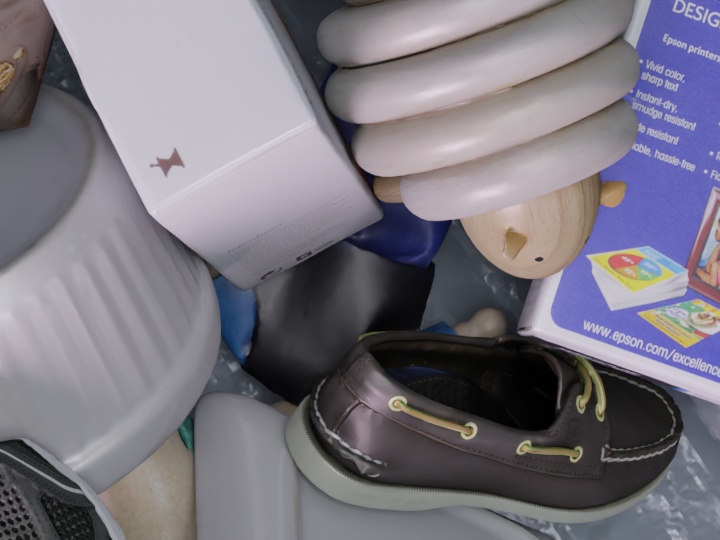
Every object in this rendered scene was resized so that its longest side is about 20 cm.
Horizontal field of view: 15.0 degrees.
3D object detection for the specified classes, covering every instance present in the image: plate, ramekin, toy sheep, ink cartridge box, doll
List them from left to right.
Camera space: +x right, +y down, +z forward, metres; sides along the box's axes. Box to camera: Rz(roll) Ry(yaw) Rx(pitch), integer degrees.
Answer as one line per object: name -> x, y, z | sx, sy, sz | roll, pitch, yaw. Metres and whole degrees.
ramekin -> -0.161, 0.008, 1.050 | 0.202, 0.202, 0.094 | -23, 126, -7
doll -> 0.000, 0.000, 1.176 | 0.136, 0.048, 0.200 | 21, 86, -2
plate -> 0.024, 0.146, 1.089 | 0.200, 0.200, 0.032 | 26, 126, -24
toy sheep -> 0.042, -0.091, 1.060 | 0.138, 0.138, 0.200 | -24, 102, -7
ink cartridge box -> 0.186, -0.037, 1.132 | 0.197, 0.047, 0.200 | 20, 84, -9

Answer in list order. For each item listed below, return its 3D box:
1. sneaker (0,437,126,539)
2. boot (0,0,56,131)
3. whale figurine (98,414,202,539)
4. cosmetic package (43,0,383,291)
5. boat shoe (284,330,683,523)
sneaker -> -0.100, 0.150, 0.951 | 0.080, 0.086, 0.200 | -28, 94, -2
boot -> -0.216, -0.095, 1.080 | 0.186, 0.064, 0.200 | -47, 57, 13
whale figurine -> -0.156, 0.102, 1.141 | 0.200, 0.104, 0.159 | -25, 102, 16
cosmetic package -> -0.054, -0.064, 1.063 | 0.071, 0.200, 0.102 | -28, 80, 3
boat shoe -> 0.065, 0.060, 1.133 | 0.201, 0.061, 0.072 | 1, 45, -39
